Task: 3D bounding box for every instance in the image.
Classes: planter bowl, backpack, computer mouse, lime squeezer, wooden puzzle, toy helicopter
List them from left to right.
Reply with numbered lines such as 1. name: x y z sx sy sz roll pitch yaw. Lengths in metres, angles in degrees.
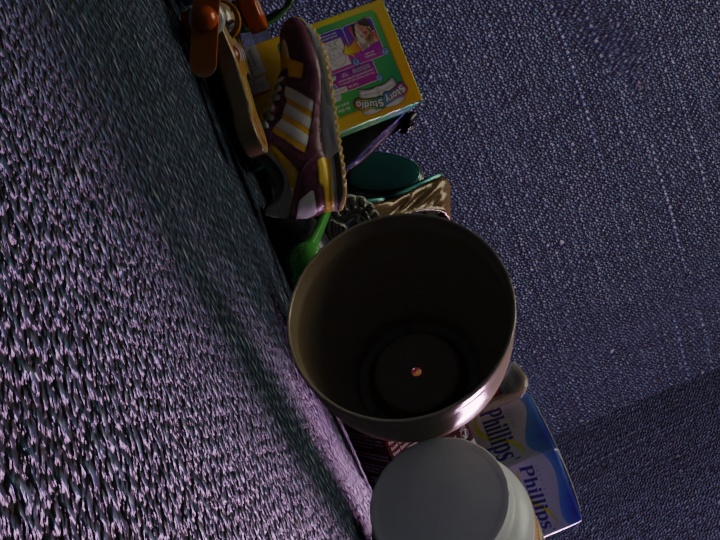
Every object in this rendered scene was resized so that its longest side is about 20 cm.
1. toy helicopter: -0.126 -0.203 1.326 0.132 0.078 0.202 59 13 -69
2. lime squeezer: -0.046 0.017 1.385 0.071 0.037 0.202 44 40 -68
3. backpack: -0.049 -0.175 1.618 0.135 0.182 0.200 49 -5 -16
4. computer mouse: -0.042 0.014 1.464 0.139 0.052 0.202 -89 156 -82
5. planter bowl: 0.045 0.069 1.238 0.135 0.198 0.202 70 -1 -59
6. wooden puzzle: 0.106 0.161 1.709 0.047 0.198 0.185 63 2 -2

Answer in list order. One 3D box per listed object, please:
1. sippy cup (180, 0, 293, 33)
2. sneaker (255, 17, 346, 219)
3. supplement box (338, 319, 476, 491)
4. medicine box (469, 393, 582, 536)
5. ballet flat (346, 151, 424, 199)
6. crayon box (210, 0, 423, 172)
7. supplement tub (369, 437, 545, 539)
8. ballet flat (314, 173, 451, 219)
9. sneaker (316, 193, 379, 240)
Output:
1. sippy cup: -0.147 -0.345 1.448 0.140 0.129 0.179 62 6 -73
2. sneaker: -0.072 -0.152 1.383 0.075 0.089 0.202 130 -50 -76
3. supplement box: 0.032 0.120 1.381 0.061 0.109 0.202 3 -56 49
4. medicine box: 0.144 0.256 1.671 0.182 0.198 0.104 -105 172 -73
5. ballet flat: -0.014 -0.113 1.733 0.072 0.198 0.073 6 90 -76
6. crayon box: -0.046 -0.196 1.473 0.120 0.198 0.058 67 -19 0
7. supplement tub: 0.091 0.249 1.223 0.201 0.143 0.145 64 4 -51
8. ballet flat: 0.030 -0.057 1.624 0.068 0.198 0.073 -20 -91 56
9. sneaker: 0.000 0.000 1.541 0.089 0.078 0.202 37 -34 62
